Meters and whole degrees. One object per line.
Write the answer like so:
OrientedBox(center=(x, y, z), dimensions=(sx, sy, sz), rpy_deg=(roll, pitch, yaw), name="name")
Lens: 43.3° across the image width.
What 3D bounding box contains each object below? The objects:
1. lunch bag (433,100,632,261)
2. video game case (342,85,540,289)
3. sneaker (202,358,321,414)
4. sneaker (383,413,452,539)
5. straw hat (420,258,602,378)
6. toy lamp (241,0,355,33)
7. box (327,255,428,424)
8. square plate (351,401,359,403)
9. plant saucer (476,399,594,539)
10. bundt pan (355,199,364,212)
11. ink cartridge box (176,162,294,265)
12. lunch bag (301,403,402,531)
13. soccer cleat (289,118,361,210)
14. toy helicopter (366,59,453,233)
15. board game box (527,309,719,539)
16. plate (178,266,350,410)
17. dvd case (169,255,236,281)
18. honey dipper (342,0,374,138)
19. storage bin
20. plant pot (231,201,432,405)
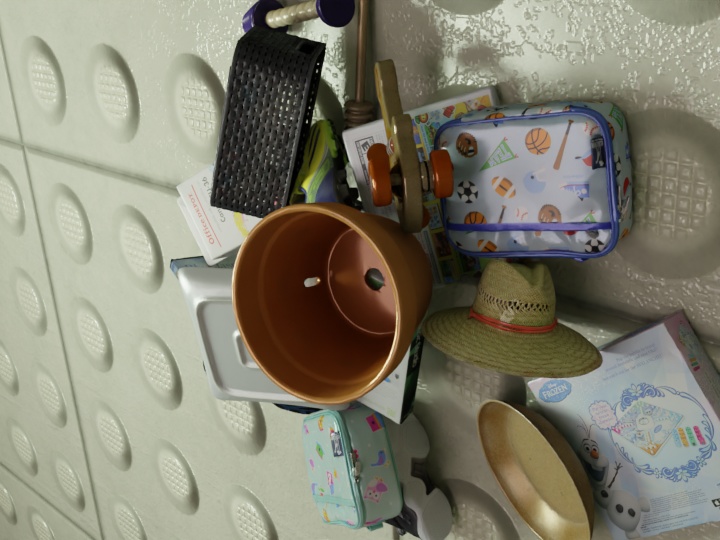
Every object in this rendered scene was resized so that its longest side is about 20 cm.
OrientedBox(center=(0.176, -0.085, 0.911), dimensions=(0.198, 0.075, 0.162), rpy_deg=(3, 108, 32), name="lunch bag")
OrientedBox(center=(0.089, -0.083, 1.013), dimensions=(0.180, 0.023, 0.202), rpy_deg=(-13, 99, 23), name="video game case")
OrientedBox(center=(-0.129, 0.136, 1.244), dimensions=(0.075, 0.199, 0.078), rpy_deg=(-25, 50, 42), name="sneaker")
OrientedBox(center=(0.046, 0.279, 1.246), dimensions=(0.113, 0.075, 0.202), rpy_deg=(-20, 92, 51), name="sneaker")
OrientedBox(center=(0.157, 0.031, 0.924), dimensions=(0.200, 0.200, 0.086), rpy_deg=(21, 110, 39), name="straw hat")
OrientedBox(center=(-0.083, -0.310, 1.106), dimensions=(0.199, 0.058, 0.059), rpy_deg=(13, 118, 53), name="toy lamp")
OrientedBox(center=(0.007, 0.074, 1.080), dimensions=(0.143, 0.036, 0.201), rpy_deg=(26, 133, 24), name="box")
OrientedBox(center=(-0.040, 0.087, 1.283), dimensions=(0.198, 0.028, 0.201), rpy_deg=(47, 136, 22), name="square plate")
OrientedBox(center=(0.207, 0.231, 1.044), dimensions=(0.201, 0.035, 0.201), rpy_deg=(52, 157, 32), name="plant saucer")
OrientedBox(center=(0.000, 0.000, 1.143), dimensions=(0.200, 0.076, 0.204), rpy_deg=(12, 114, 29), name="bundt pan")
OrientedBox(center=(-0.168, -0.092, 1.241), dimensions=(0.199, 0.067, 0.117), rpy_deg=(-28, 88, 21), name="ink cartridge box")
OrientedBox(center=(-0.016, 0.261, 1.202), dimensions=(0.200, 0.076, 0.162), rpy_deg=(147, 115, -69), name="lunch bag")
OrientedBox(center=(-0.052, -0.115, 1.081), dimensions=(0.065, 0.083, 0.201), rpy_deg=(57, -166, -37), name="soccer cleat")
OrientedBox(center=(0.041, -0.129, 0.949), dimensions=(0.133, 0.078, 0.202), rpy_deg=(85, 177, -63), name="toy helicopter")
OrientedBox(center=(0.298, 0.169, 0.946), dimensions=(0.200, 0.043, 0.200), rpy_deg=(-35, 82, 49), name="board game box")
OrientedBox(center=(-0.121, 0.091, 1.110), dimensions=(0.198, 0.032, 0.201), rpy_deg=(2, 120, 19), name="plate")
OrientedBox(center=(-0.165, 0.036, 1.273), dimensions=(0.200, 0.142, 0.018), rpy_deg=(47, 133, 41), name="dvd case")
OrientedBox(center=(-0.001, -0.251, 1.074), dimensions=(0.038, 0.038, 0.202), rpy_deg=(23, 122, 38), name="honey dipper")
OrientedBox(center=(-0.110, -0.174, 1.080), dimensions=(0.093, 0.135, 0.202), rpy_deg=(13, 115, 0), name="storage bin")
OrientedBox(center=(-0.013, 0.021, 0.942), dimensions=(0.198, 0.140, 0.202), rpy_deg=(8, 106, 30), name="plant pot")
